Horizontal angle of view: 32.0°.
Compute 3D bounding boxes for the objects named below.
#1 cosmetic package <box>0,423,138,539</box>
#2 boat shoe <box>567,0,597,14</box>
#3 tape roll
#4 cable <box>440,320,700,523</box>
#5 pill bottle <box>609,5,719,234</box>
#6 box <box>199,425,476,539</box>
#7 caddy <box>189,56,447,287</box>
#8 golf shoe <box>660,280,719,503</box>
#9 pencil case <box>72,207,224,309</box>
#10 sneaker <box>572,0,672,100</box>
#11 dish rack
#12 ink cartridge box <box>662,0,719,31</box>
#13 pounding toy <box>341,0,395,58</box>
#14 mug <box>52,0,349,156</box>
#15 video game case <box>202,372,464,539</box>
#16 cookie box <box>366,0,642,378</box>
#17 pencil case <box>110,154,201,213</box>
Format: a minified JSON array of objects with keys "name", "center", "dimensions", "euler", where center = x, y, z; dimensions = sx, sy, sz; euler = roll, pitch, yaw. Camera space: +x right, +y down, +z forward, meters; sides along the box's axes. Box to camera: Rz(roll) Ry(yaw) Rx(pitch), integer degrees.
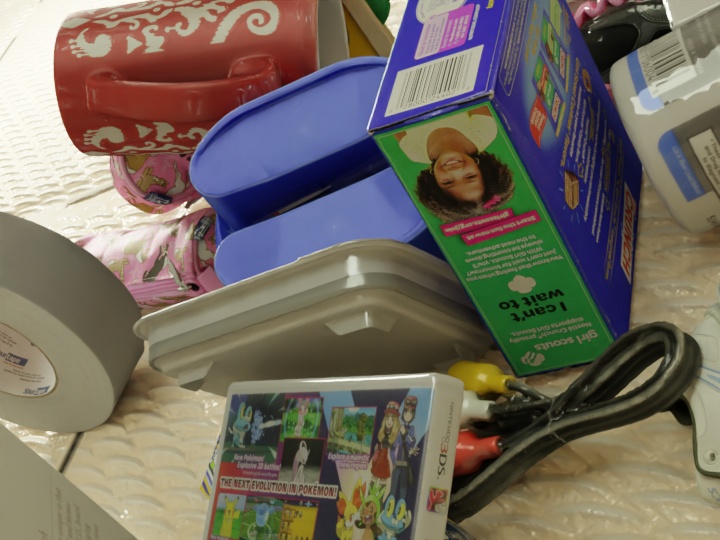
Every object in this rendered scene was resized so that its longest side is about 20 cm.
[{"name":"cosmetic package","center":[-0.218,0.219,0.710],"dimensions":[0.167,0.200,0.167],"euler":[-37,31,8]},{"name":"boat shoe","center":[0.198,-0.233,0.914],"dimensions":[0.199,0.066,0.072],"euler":[-17,67,9]},{"name":"tape roll","center":[-0.272,0.043,0.989],"dimensions":[0.199,0.200,0.066],"euler":[-14,40,37]},{"name":"cable","center":[0.087,0.078,0.665],"dimensions":[0.200,0.050,0.097],"euler":[-29,30,55]},{"name":"pill bottle","center":[0.252,-0.111,0.699],"dimensions":[0.199,0.114,0.114],"euler":[-26,34,22]},{"name":"box","center":[-0.017,0.138,0.705],"dimensions":[0.200,0.064,0.070],"euler":[29,99,56]},{"name":"caddy","center":[-0.011,-0.046,0.805],"dimensions":[0.199,0.105,0.142],"euler":[-22,72,14]},{"name":"golf shoe","center":[0.202,0.084,0.569],"dimensions":[0.097,0.078,0.200],"euler":[-52,23,14]},{"name":"pencil case","center":[-0.169,-0.002,1.052],"dimensions":[0.199,0.086,0.083],"euler":[-8,75,42]},{"name":"sneaker","center":[0.162,-0.138,0.880],"dimensions":[0.199,0.079,0.096],"euler":[-12,79,34]},{"name":"dish rack","center":[-0.020,0.046,0.770],"dimensions":[0.199,0.171,0.044],"euler":[-19,65,31]},{"name":"ink cartridge box","center":[0.268,-0.197,0.725],"dimensions":[0.199,0.176,0.045],"euler":[-25,46,24]},{"name":"pounding toy","center":[-0.048,-0.198,1.029],"dimensions":[0.199,0.185,0.142],"euler":[-34,12,10]},{"name":"mug","center":[-0.119,-0.151,0.912],"dimensions":[0.199,0.178,0.134],"euler":[-3,81,10]},{"name":"video game case","center":[-0.027,0.146,0.638],"dimensions":[0.200,0.023,0.183],"euler":[-10,68,56]},{"name":"cookie box","center":[0.094,-0.068,0.726],"dimensions":[0.075,0.200,0.172],"euler":[-13,40,28]},{"name":"pencil case","center":[-0.176,-0.094,1.101],"dimensions":[0.082,0.087,0.200],"euler":[-13,4,-13]}]
